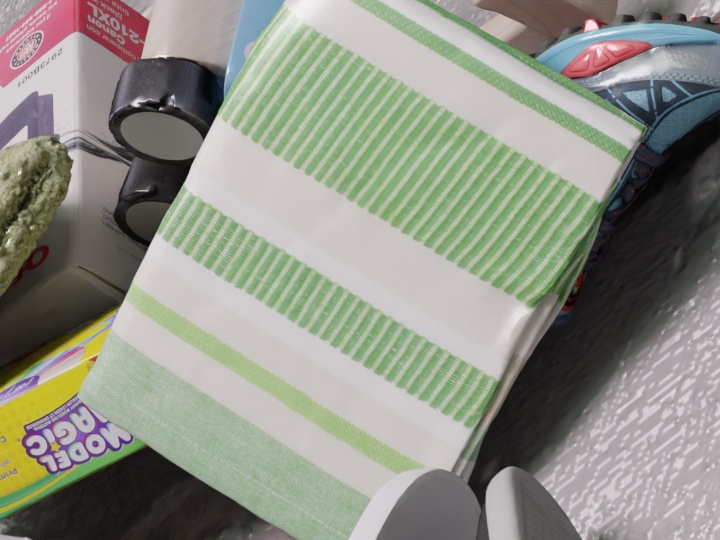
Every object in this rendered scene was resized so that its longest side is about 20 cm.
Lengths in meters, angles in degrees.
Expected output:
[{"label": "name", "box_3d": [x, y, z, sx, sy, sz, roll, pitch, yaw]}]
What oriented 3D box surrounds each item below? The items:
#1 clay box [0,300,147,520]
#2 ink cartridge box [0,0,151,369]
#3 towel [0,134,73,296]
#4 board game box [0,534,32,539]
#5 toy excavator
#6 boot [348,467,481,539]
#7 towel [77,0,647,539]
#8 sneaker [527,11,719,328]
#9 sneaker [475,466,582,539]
[{"label": "clay box", "box_3d": [-0.096, 0.043, 1.220, 0.199, 0.048, 0.115, -28, 8, 21]}, {"label": "ink cartridge box", "box_3d": [-0.148, -0.014, 1.379, 0.145, 0.084, 0.201, -37, 36, 27]}, {"label": "towel", "box_3d": [-0.196, 0.031, 1.245, 0.201, 0.036, 0.148, -57, 18, -16]}, {"label": "board game box", "box_3d": [-0.154, 0.178, 1.172, 0.148, 0.064, 0.200, -62, 10, -9]}, {"label": "toy excavator", "box_3d": [0.002, -0.085, 1.247, 0.195, 0.199, 0.100, 93, -173, -58]}, {"label": "boot", "box_3d": [-0.024, 0.163, 1.067, 0.095, 0.073, 0.201, -4, 59, 43]}, {"label": "towel", "box_3d": [0.000, 0.000, 1.107, 0.201, 0.152, 0.023, -63, -14, 16]}, {"label": "sneaker", "box_3d": [0.078, -0.027, 1.131, 0.199, 0.079, 0.096, -25, 69, 32]}, {"label": "sneaker", "box_3d": [0.039, 0.159, 0.992, 0.099, 0.071, 0.201, -32, 43, 24]}]
